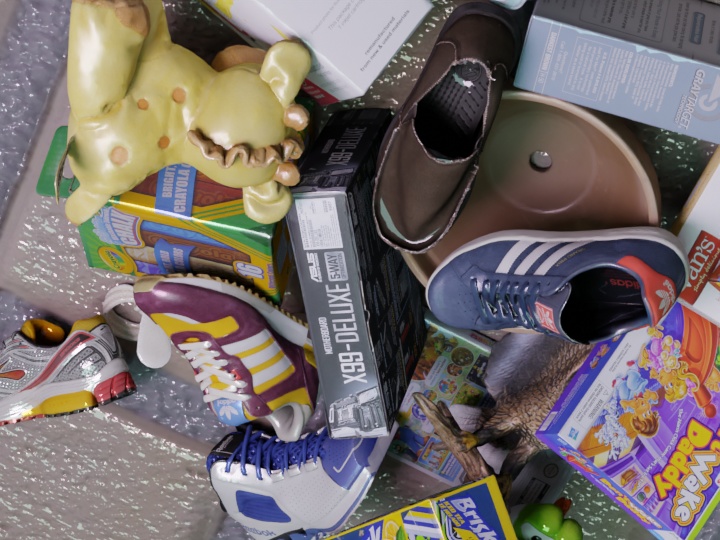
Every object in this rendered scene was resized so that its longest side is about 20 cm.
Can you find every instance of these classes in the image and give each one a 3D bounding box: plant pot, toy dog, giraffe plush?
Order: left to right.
[{"bbox_3d":[-0.115,-0.116,1.383,0.161,0.201,0.173,5,146,-3],"label":"giraffe plush"},{"bbox_3d":[-0.125,0.052,1.635,0.199,0.096,0.132,23,124,-1],"label":"toy dog"},{"bbox_3d":[0.126,-0.060,1.502,0.199,0.093,0.202,7,122,11],"label":"plant pot"}]

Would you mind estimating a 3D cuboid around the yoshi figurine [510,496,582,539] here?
[{"bbox_3d":[0.110,0.247,1.639,0.112,0.113,0.200,4,156,-18],"label":"yoshi figurine"}]

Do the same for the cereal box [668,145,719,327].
[{"bbox_3d":[0.325,-0.004,1.480,0.199,0.040,0.144,30,90,-7],"label":"cereal box"}]

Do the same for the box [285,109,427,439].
[{"bbox_3d":[0.000,0.000,1.523,0.049,0.158,0.201,-4,116,15],"label":"box"}]

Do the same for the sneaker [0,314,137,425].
[{"bbox_3d":[-0.274,0.082,1.711,0.199,0.078,0.083,-13,93,31],"label":"sneaker"}]

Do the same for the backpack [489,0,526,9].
[{"bbox_3d":[0.100,-0.291,1.338,0.177,0.151,0.200,38,118,-10],"label":"backpack"}]

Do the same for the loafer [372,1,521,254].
[{"bbox_3d":[0.050,-0.089,1.408,0.073,0.071,0.201,20,123,4],"label":"loafer"}]

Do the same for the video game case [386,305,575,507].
[{"bbox_3d":[0.089,0.117,1.670,0.199,0.018,0.144,26,125,-3],"label":"video game case"}]

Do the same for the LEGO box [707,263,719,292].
[{"bbox_3d":[0.371,0.015,1.425,0.200,0.077,0.149,40,86,-6],"label":"LEGO box"}]

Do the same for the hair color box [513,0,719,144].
[{"bbox_3d":[0.215,-0.147,1.422,0.199,0.099,0.061,16,124,4],"label":"hair color box"}]

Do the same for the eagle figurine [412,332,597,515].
[{"bbox_3d":[0.159,0.100,1.580,0.151,0.200,0.152,45,167,31],"label":"eagle figurine"}]

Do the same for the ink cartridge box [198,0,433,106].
[{"bbox_3d":[-0.064,-0.211,1.417,0.200,0.145,0.084,40,84,-11],"label":"ink cartridge box"}]

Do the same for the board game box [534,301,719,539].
[{"bbox_3d":[0.241,0.083,1.514,0.134,0.200,0.045,39,165,-12],"label":"board game box"}]

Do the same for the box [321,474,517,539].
[{"bbox_3d":[0.044,0.217,1.585,0.200,0.064,0.070,-32,76,59],"label":"box"}]

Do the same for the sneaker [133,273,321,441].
[{"bbox_3d":[-0.097,0.066,1.527,0.075,0.091,0.200,0,160,44],"label":"sneaker"}]

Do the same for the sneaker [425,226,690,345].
[{"bbox_3d":[0.130,0.019,1.439,0.199,0.085,0.075,-11,119,28],"label":"sneaker"}]

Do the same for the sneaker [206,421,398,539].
[{"bbox_3d":[-0.064,0.169,1.693,0.115,0.081,0.199,36,135,-8],"label":"sneaker"}]

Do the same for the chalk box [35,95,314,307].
[{"bbox_3d":[-0.143,-0.069,1.522,0.199,0.125,0.124,12,154,5],"label":"chalk box"}]
